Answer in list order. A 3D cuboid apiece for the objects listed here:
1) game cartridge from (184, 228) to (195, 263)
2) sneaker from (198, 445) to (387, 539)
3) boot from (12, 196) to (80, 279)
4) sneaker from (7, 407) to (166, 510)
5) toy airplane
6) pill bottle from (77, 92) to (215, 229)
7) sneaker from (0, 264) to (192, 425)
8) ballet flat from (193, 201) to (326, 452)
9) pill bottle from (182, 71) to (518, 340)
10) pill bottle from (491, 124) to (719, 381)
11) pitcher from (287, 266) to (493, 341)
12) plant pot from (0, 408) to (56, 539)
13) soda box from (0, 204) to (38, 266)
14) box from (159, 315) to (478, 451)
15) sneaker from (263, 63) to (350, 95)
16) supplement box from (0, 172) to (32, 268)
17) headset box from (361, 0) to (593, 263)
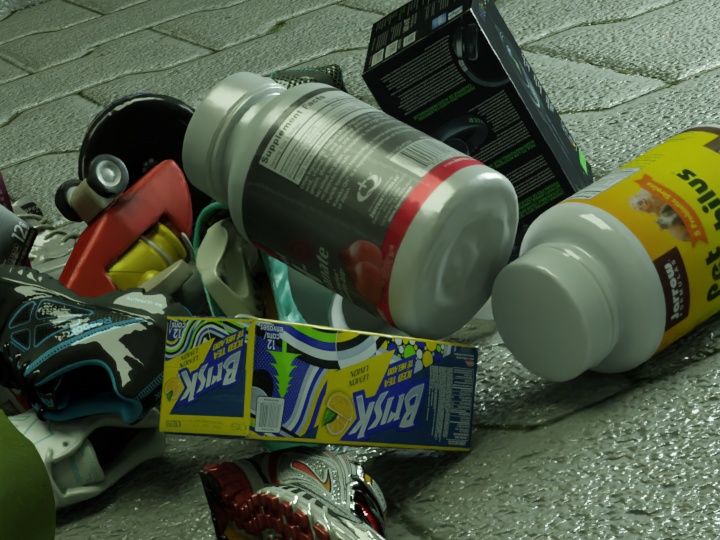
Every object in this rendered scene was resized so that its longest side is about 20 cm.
[{"bbox_3d":[-0.079,-0.047,1.588,0.199,0.041,0.133,-35,5,36],"label":"game cartridge"},{"bbox_3d":[-0.018,0.129,1.061,0.082,0.079,0.200,-20,18,-18],"label":"sneaker"},{"bbox_3d":[-0.257,-0.019,1.658,0.198,0.096,0.074,-15,-16,2],"label":"boot"},{"bbox_3d":[-0.207,0.122,1.262,0.199,0.071,0.080,-28,24,-36],"label":"sneaker"},{"bbox_3d":[-0.172,0.036,1.418,0.200,0.140,0.200,-53,20,16],"label":"toy airplane"},{"bbox_3d":[-0.168,-0.085,1.612,0.111,0.113,0.200,-17,8,-5],"label":"pill bottle"},{"bbox_3d":[-0.200,0.048,1.269,0.198,0.074,0.082,2,41,26],"label":"sneaker"},{"bbox_3d":[-0.072,0.034,1.278,0.067,0.070,0.201,-41,43,26],"label":"ballet flat"},{"bbox_3d":[-0.011,-0.047,1.244,0.199,0.112,0.110,29,41,30],"label":"pill bottle"},{"bbox_3d":[0.173,-0.008,1.258,0.199,0.110,0.109,-30,22,-37],"label":"pill bottle"},{"bbox_3d":[0.000,0.000,1.408,0.170,0.122,0.200,3,12,-34],"label":"pitcher"},{"bbox_3d":[-0.266,0.148,1.088,0.198,0.202,0.190,-5,7,31],"label":"plant pot"},{"bbox_3d":[-0.295,0.045,1.401,0.070,0.063,0.201,-16,48,46],"label":"soda box"},{"bbox_3d":[-0.020,0.065,1.135,0.070,0.065,0.199,0,-7,39],"label":"box"},{"bbox_3d":[-0.059,-0.115,1.582,0.090,0.078,0.200,-20,1,-15],"label":"sneaker"},{"bbox_3d":[-0.329,-0.006,1.534,0.130,0.202,0.103,0,23,41],"label":"supplement box"},{"bbox_3d":[0.092,-0.099,1.476,0.092,0.201,0.174,-29,14,12],"label":"headset box"}]
